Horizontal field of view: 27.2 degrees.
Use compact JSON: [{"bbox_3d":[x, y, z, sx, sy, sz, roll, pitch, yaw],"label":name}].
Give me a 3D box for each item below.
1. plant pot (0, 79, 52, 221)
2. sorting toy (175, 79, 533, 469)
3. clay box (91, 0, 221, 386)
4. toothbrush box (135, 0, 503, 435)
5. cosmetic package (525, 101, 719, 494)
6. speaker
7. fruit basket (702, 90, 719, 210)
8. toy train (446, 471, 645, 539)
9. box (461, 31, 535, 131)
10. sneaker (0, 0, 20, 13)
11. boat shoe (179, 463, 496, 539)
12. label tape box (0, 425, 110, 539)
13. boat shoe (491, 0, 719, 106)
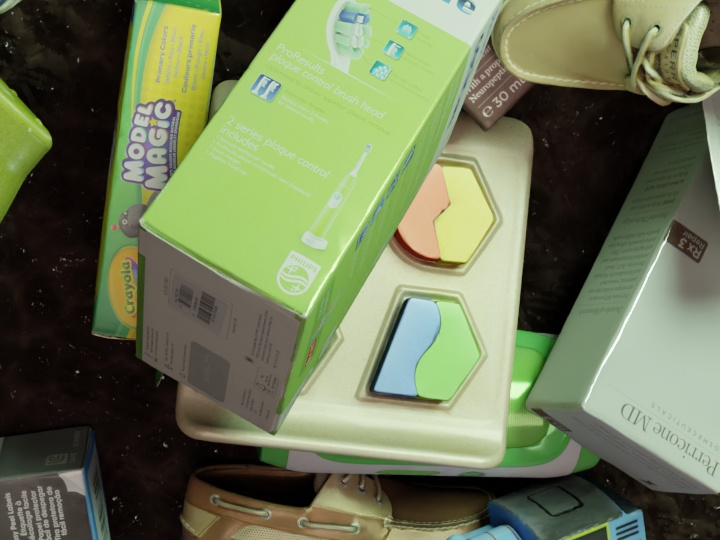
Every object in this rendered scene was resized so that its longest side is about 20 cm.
[{"bbox_3d":[-0.266,-0.045,0.747,0.193,0.200,0.200,-46,109,-2],"label":"plant pot"},{"bbox_3d":[0.000,0.000,0.814,0.183,0.036,0.202,7,80,-7],"label":"sorting toy"},{"bbox_3d":[-0.110,-0.051,0.790,0.047,0.115,0.202,9,108,-9],"label":"clay box"},{"bbox_3d":[-0.021,-0.044,0.711,0.086,0.146,0.201,30,64,6],"label":"toothbrush box"},{"bbox_3d":[0.185,0.013,0.830,0.101,0.074,0.201,31,75,-16],"label":"cosmetic package"},{"bbox_3d":[0.040,0.076,0.870,0.198,0.089,0.089,2,110,-7],"label":"speaker"},{"bbox_3d":[0.256,-0.099,0.781,0.184,0.094,0.202,1,78,-24],"label":"fruit basket"},{"bbox_3d":[0.076,0.196,0.853,0.198,0.087,0.115,-17,108,-19],"label":"toy train"},{"bbox_3d":[0.033,-0.182,0.783,0.100,0.075,0.200,-43,107,9],"label":"box"},{"bbox_3d":[-0.168,-0.221,0.737,0.075,0.088,0.202,11,107,-8],"label":"sneaker"},{"bbox_3d":[-0.012,0.145,0.895,0.198,0.076,0.073,-4,108,-7],"label":"boat shoe"},{"bbox_3d":[-0.248,0.181,0.884,0.198,0.066,0.145,-8,110,-6],"label":"label tape box"},{"bbox_3d":[0.152,-0.116,0.711,0.198,0.065,0.073,-3,130,25],"label":"boat shoe"}]
